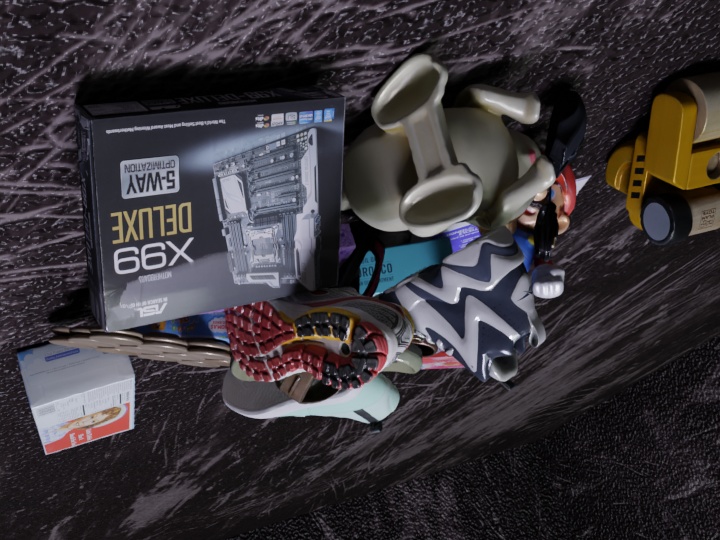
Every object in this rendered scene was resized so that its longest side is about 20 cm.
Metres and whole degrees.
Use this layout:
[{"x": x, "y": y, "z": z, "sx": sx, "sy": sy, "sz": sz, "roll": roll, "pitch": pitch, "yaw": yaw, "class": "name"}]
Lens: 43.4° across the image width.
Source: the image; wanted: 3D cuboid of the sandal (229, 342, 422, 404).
[{"x": -0.039, "y": 0.091, "z": 0.818, "sx": 0.198, "sy": 0.058, "sz": 0.079, "roll": -5, "pitch": 162, "yaw": 31, "class": "sandal"}]

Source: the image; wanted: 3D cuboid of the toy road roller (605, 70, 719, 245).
[{"x": 0.360, "y": -0.136, "z": 1.037, "sx": 0.121, "sy": 0.146, "sz": 0.203, "roll": -13, "pitch": 121, "yaw": -22, "class": "toy road roller"}]

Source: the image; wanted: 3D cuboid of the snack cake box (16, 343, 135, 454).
[{"x": -0.326, "y": 0.144, "z": 1.056, "sx": 0.113, "sy": 0.068, "sz": 0.201, "roll": -16, "pitch": 159, "yaw": -22, "class": "snack cake box"}]

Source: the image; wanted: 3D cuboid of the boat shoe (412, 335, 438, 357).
[{"x": -0.005, "y": 0.087, "z": 1.036, "sx": 0.199, "sy": 0.076, "sz": 0.075, "roll": -16, "pitch": 141, "yaw": 13, "class": "boat shoe"}]

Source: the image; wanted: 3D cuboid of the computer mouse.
[{"x": 0.190, "y": -0.091, "z": 0.850, "sx": 0.033, "sy": 0.203, "sz": 0.059, "roll": 14, "pitch": 149, "yaw": 2, "class": "computer mouse"}]

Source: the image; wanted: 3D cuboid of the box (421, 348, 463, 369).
[{"x": 0.050, "y": 0.070, "z": 1.126, "sx": 0.196, "sy": 0.102, "sz": 0.095, "roll": -5, "pitch": 165, "yaw": 19, "class": "box"}]

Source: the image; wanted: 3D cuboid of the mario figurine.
[{"x": 0.154, "y": -0.041, "z": 0.919, "sx": 0.202, "sy": 0.123, "sz": 0.106, "roll": -58, "pitch": -158, "yaw": -14, "class": "mario figurine"}]

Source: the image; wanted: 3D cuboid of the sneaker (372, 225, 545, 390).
[{"x": 0.084, "y": 0.057, "z": 0.813, "sx": 0.198, "sy": 0.131, "sz": 0.079, "roll": -30, "pitch": 177, "yaw": 37, "class": "sneaker"}]

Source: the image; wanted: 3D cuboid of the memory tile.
[{"x": -0.205, "y": 0.079, "z": 0.931, "sx": 0.198, "sy": 0.017, "sz": 0.152, "roll": 14, "pitch": 165, "yaw": -38, "class": "memory tile"}]

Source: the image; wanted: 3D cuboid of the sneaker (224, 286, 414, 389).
[{"x": -0.040, "y": 0.052, "z": 0.758, "sx": 0.198, "sy": 0.079, "sz": 0.082, "roll": 10, "pitch": -160, "yaw": 40, "class": "sneaker"}]

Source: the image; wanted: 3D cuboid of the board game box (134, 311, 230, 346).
[{"x": -0.141, "y": 0.064, "z": 0.975, "sx": 0.197, "sy": 0.037, "sz": 0.151, "roll": 0, "pitch": 170, "yaw": 26, "class": "board game box"}]

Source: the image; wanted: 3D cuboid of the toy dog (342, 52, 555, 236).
[{"x": 0.090, "y": -0.083, "z": 0.820, "sx": 0.198, "sy": 0.141, "sz": 0.193, "roll": -2, "pitch": 152, "yaw": -48, "class": "toy dog"}]

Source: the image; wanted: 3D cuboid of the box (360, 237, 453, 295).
[{"x": 0.008, "y": 0.008, "z": 1.001, "sx": 0.196, "sy": 0.050, "sz": 0.082, "roll": -9, "pitch": 173, "yaw": 7, "class": "box"}]

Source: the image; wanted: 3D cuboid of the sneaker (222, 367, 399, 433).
[{"x": -0.054, "y": 0.140, "z": 0.998, "sx": 0.198, "sy": 0.075, "sz": 0.118, "roll": -6, "pitch": 153, "yaw": 34, "class": "sneaker"}]

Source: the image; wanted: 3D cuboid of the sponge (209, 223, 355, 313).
[{"x": -0.112, "y": 0.003, "z": 0.806, "sx": 0.197, "sy": 0.030, "sz": 0.111, "roll": -6, "pitch": 157, "yaw": -34, "class": "sponge"}]

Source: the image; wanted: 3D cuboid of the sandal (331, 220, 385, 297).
[{"x": 0.000, "y": 0.000, "z": 0.900, "sx": 0.075, "sy": 0.045, "sz": 0.201, "roll": -41, "pitch": -168, "yaw": 41, "class": "sandal"}]

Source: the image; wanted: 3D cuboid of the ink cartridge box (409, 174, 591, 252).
[{"x": 0.156, "y": -0.058, "z": 1.084, "sx": 0.195, "sy": 0.044, "sz": 0.201, "roll": -17, "pitch": 161, "yaw": -11, "class": "ink cartridge box"}]

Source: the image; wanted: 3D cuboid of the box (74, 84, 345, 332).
[{"x": -0.109, "y": -0.051, "z": 0.686, "sx": 0.197, "sy": 0.050, "sz": 0.160, "roll": -10, "pitch": 116, "yaw": -29, "class": "box"}]
